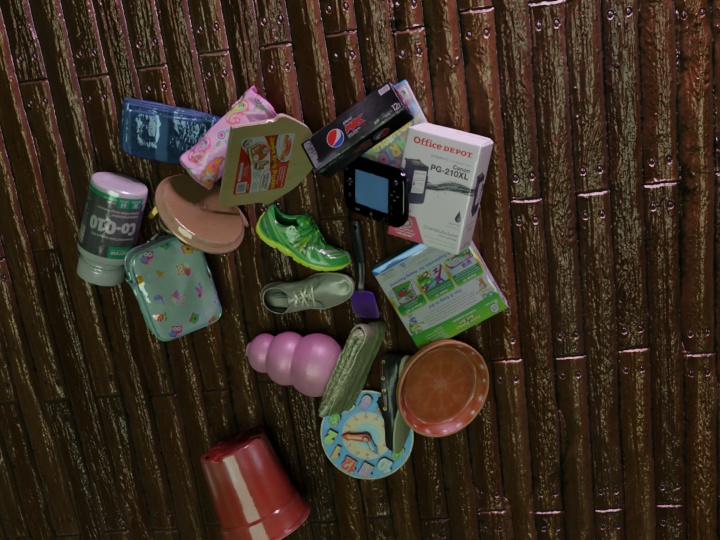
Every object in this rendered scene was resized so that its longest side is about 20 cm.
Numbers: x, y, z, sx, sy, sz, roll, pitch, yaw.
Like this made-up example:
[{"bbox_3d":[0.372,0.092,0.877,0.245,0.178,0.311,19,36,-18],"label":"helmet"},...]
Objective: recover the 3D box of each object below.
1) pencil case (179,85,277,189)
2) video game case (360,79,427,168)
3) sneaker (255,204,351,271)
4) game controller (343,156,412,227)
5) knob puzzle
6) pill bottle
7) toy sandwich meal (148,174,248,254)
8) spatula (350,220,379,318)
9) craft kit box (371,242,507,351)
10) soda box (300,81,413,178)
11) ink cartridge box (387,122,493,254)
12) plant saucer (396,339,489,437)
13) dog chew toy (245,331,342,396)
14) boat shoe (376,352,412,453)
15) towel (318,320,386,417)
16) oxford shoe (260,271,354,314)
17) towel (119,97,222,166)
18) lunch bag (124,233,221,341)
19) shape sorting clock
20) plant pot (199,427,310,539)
[{"bbox_3d":[-0.241,-0.244,1.548,0.087,0.087,0.200,45,89,-8],"label":"pencil case"},{"bbox_3d":[0.069,-0.232,1.574,0.142,0.018,0.202,-26,103,14],"label":"video game case"},{"bbox_3d":[-0.106,-0.062,1.623,0.198,0.074,0.084,25,113,-1],"label":"sneaker"},{"bbox_3d":[0.026,-0.145,1.531,0.042,0.199,0.106,-1,105,-33],"label":"game controller"},{"bbox_3d":[-0.164,-0.209,1.557,0.220,0.218,0.031,-51,52,18],"label":"knob puzzle"},{"bbox_3d":[-0.491,-0.081,1.649,0.111,0.113,0.203,18,110,1],"label":"pill bottle"},{"bbox_3d":[-0.304,-0.098,1.577,0.204,0.206,0.070,40,125,-6],"label":"toy sandwich meal"},{"bbox_3d":[0.000,0.000,1.656,0.056,0.021,0.203,0,106,25],"label":"spatula"},{"bbox_3d":[0.154,0.030,1.635,0.198,0.049,0.199,-28,100,15],"label":"craft kit box"},{"bbox_3d":[-0.006,-0.252,1.520,0.199,0.071,0.064,-33,76,13],"label":"soda box"},{"bbox_3d":[0.144,-0.150,1.517,0.143,0.084,0.203,17,109,20],"label":"ink cartridge box"},{"bbox_3d":[0.161,0.232,1.669,0.197,0.032,0.204,-6,108,-19],"label":"plant saucer"},{"bbox_3d":[-0.135,0.179,1.686,0.197,0.125,0.127,11,109,13],"label":"dog chew toy"},{"bbox_3d":[0.069,0.266,1.699,0.062,0.073,0.205,6,99,28],"label":"boat shoe"},{"bbox_3d":[-0.013,0.194,1.651,0.036,0.148,0.203,26,100,19],"label":"towel"},{"bbox_3d":[-0.108,0.049,1.665,0.197,0.058,0.076,-7,104,12],"label":"oxford shoe"},{"bbox_3d":[-0.362,-0.259,1.608,0.197,0.049,0.113,11,110,4],"label":"towel"},{"bbox_3d":[-0.373,0.027,1.656,0.158,0.077,0.203,-22,109,-17],"label":"lunch bag"},{"bbox_3d":[0.013,0.345,1.757,0.196,0.039,0.203,2,108,7],"label":"shape sorting clock"},{"bbox_3d":[-0.231,0.450,1.754,0.198,0.201,0.198,-20,96,14],"label":"plant pot"}]
